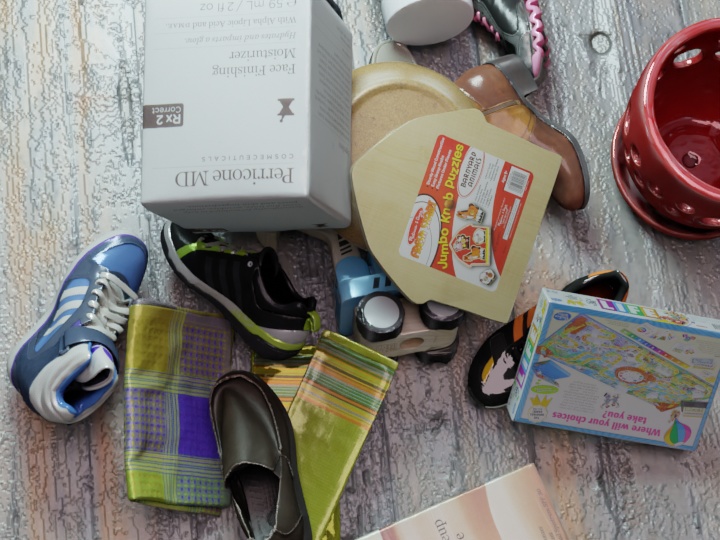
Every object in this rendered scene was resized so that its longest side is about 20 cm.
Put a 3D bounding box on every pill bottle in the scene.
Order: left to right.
[{"bbox_3d":[0.057,-0.353,1.781,0.113,0.114,0.202,-7,68,-8],"label":"pill bottle"}]

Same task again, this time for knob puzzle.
[{"bbox_3d":[0.079,-0.063,1.620,0.218,0.030,0.222,0,89,-16],"label":"knob puzzle"}]

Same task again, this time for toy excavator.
[{"bbox_3d":[0.000,0.000,1.699,0.193,0.100,0.201,-9,60,-8],"label":"toy excavator"}]

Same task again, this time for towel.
[{"bbox_3d":[-0.175,0.131,1.619,0.023,0.143,0.202,-10,71,37],"label":"towel"},{"bbox_3d":[-0.065,0.172,1.660,0.085,0.018,0.202,-1,74,-6],"label":"towel"},{"bbox_3d":[-0.039,0.163,1.621,0.085,0.018,0.201,21,80,17],"label":"towel"}]

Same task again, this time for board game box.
[{"bbox_3d":[0.259,0.100,1.659,0.198,0.034,0.136,11,111,-12],"label":"board game box"}]

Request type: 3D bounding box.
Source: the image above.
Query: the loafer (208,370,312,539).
[{"bbox_3d":[-0.098,0.181,1.580,0.073,0.071,0.201,-27,66,10],"label":"loafer"}]

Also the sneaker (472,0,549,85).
[{"bbox_3d":[0.149,-0.286,1.809,0.095,0.079,0.202,-15,71,7],"label":"sneaker"}]

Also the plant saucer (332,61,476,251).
[{"bbox_3d":[0.040,-0.116,1.657,0.198,0.035,0.202,2,80,-10],"label":"plant saucer"}]

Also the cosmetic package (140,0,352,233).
[{"bbox_3d":[-0.104,-0.147,1.565,0.163,0.165,0.202,-2,81,13],"label":"cosmetic package"}]

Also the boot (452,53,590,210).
[{"bbox_3d":[0.121,-0.113,1.707,0.199,0.068,0.189,-27,88,-25],"label":"boot"}]

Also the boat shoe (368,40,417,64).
[{"bbox_3d":[0.042,-0.145,1.759,0.066,0.057,0.202,-6,69,-25],"label":"boat shoe"}]

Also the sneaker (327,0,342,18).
[{"bbox_3d":[-0.113,-0.290,1.776,0.199,0.083,0.072,15,101,-25],"label":"sneaker"}]

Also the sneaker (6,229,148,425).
[{"bbox_3d":[-0.250,0.060,1.612,0.200,0.146,0.081,-52,126,-10],"label":"sneaker"}]

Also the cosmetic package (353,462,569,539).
[{"bbox_3d":[0.093,0.275,1.616,0.199,0.087,0.104,-23,78,-12],"label":"cosmetic package"}]

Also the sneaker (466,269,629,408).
[{"bbox_3d":[0.191,0.061,1.689,0.199,0.090,0.070,-35,79,-15],"label":"sneaker"}]

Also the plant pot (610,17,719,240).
[{"bbox_3d":[0.364,-0.133,1.717,0.198,0.183,0.202,2,72,-5],"label":"plant pot"}]

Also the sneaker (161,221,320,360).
[{"bbox_3d":[-0.112,0.001,1.655,0.200,0.083,0.072,43,29,18],"label":"sneaker"}]
